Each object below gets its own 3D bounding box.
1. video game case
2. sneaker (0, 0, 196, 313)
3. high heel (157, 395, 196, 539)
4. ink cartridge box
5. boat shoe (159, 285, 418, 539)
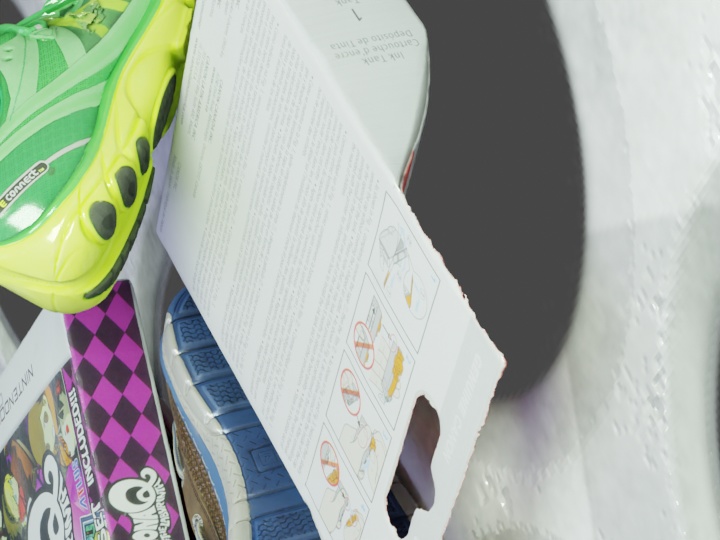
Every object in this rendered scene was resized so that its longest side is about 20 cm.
[{"bbox_3d":[-0.105,0.130,1.068,0.181,0.036,0.200,131,129,-58],"label":"video game case"},{"bbox_3d":[-0.102,-0.070,0.966,0.200,0.083,0.074,-75,-1,-50],"label":"sneaker"},{"bbox_3d":[-0.072,0.126,1.090,0.200,0.067,0.096,-125,21,-45],"label":"high heel"},{"bbox_3d":[0.000,0.000,0.902,0.200,0.050,0.161,57,149,32],"label":"ink cartridge box"},{"bbox_3d":[-0.019,0.097,0.976,0.072,0.072,0.200,100,157,-51],"label":"boat shoe"}]
